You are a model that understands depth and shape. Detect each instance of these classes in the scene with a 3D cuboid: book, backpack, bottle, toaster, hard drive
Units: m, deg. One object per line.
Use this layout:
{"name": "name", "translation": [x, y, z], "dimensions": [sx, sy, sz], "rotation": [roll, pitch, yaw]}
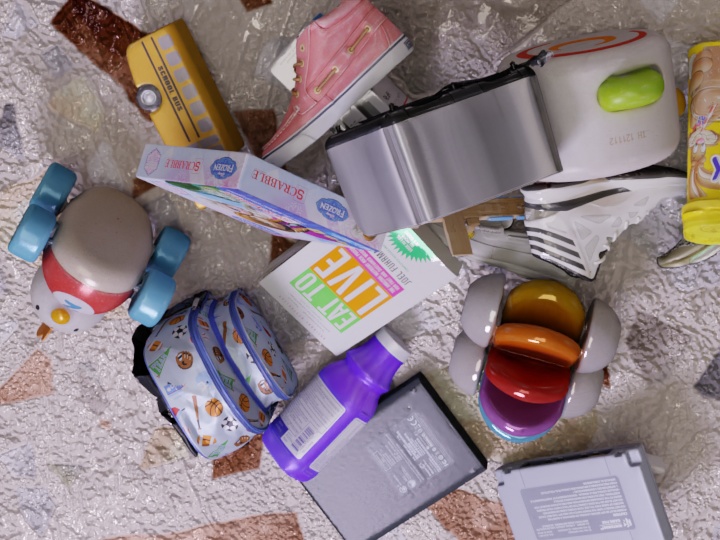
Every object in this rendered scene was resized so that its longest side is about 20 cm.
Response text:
{"name": "book", "translation": [0.000, 0.000, 1.743], "dimensions": [0.134, 0.048, 0.200], "rotation": [46, 126, -12]}
{"name": "backpack", "translation": [-0.163, 0.120, 1.755], "dimensions": [0.154, 0.191, 0.200], "rotation": [-34, 98, 16]}
{"name": "bottle", "translation": [-0.025, 0.152, 1.799], "dimensions": [0.200, 0.084, 0.065], "rotation": [-47, 139, 6]}
{"name": "toaster", "translation": [0.087, -0.122, 1.531], "dimensions": [0.180, 0.200, 0.119], "rotation": [-22, 94, -22]}
{"name": "hard drive", "translation": [0.031, 0.231, 1.841], "dimensions": [0.199, 0.033, 0.140], "rotation": [-35, 99, 16]}

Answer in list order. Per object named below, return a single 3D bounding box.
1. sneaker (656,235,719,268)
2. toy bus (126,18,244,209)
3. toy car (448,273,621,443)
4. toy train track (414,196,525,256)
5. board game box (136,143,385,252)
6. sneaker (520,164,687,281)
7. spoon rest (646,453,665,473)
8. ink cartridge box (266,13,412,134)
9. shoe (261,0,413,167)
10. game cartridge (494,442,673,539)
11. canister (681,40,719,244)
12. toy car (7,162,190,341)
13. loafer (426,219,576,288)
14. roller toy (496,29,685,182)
{"name": "sneaker", "translation": [0.393, -0.081, 1.683], "dimensions": [0.200, 0.077, 0.089], "rotation": [-41, 88, 10]}
{"name": "toy bus", "translation": [-0.193, -0.175, 1.738], "dimensions": [0.078, 0.065, 0.201], "rotation": [-24, 101, 13]}
{"name": "toy car", "translation": [0.186, 0.110, 1.703], "dimensions": [0.174, 0.151, 0.201], "rotation": [13, 138, 3]}
{"name": "toy train track", "translation": [0.136, -0.060, 1.684], "dimensions": [0.198, 0.115, 0.033], "rotation": [-3, 150, -15]}
{"name": "board game box", "translation": [-0.105, -0.077, 1.637], "dimensions": [0.199, 0.199, 0.041], "rotation": [23, 82, -37]}
{"name": "sneaker", "translation": [0.267, -0.051, 1.677], "dimensions": [0.199, 0.076, 0.116], "rotation": [-9, 104, -18]}
{"name": "spoon rest", "translation": [0.308, 0.288, 1.813], "dimensions": [0.099, 0.061, 0.201], "rotation": [19, 121, 4]}
{"name": "ink cartridge box", "translation": [0.000, -0.182, 1.680], "dimensions": [0.200, 0.116, 0.068], "rotation": [43, 107, -7]}
{"name": "shoe", "translation": [-0.046, -0.196, 1.587], "dimensions": [0.200, 0.071, 0.091], "rotation": [-42, 96, 12]}
{"name": "game cartridge", "translation": [0.258, 0.275, 1.777], "dimensions": [0.199, 0.040, 0.134], "rotation": [-14, 95, 39]}
{"name": "canister", "translation": [0.410, -0.134, 1.607], "dimensions": [0.147, 0.087, 0.202], "rotation": [0, 77, 14]}
{"name": "toy car", "translation": [-0.326, 0.019, 1.771], "dimensions": [0.184, 0.177, 0.200], "rotation": [28, 121, -13]}
{"name": "loafer", "translation": [0.154, -0.038, 1.730], "dimensions": [0.199, 0.070, 0.070], "rotation": [18, 93, 1]}
{"name": "roller toy", "translation": [0.240, -0.168, 1.615], "dimensions": [0.181, 0.200, 0.141], "rotation": [-5, 106, 21]}
